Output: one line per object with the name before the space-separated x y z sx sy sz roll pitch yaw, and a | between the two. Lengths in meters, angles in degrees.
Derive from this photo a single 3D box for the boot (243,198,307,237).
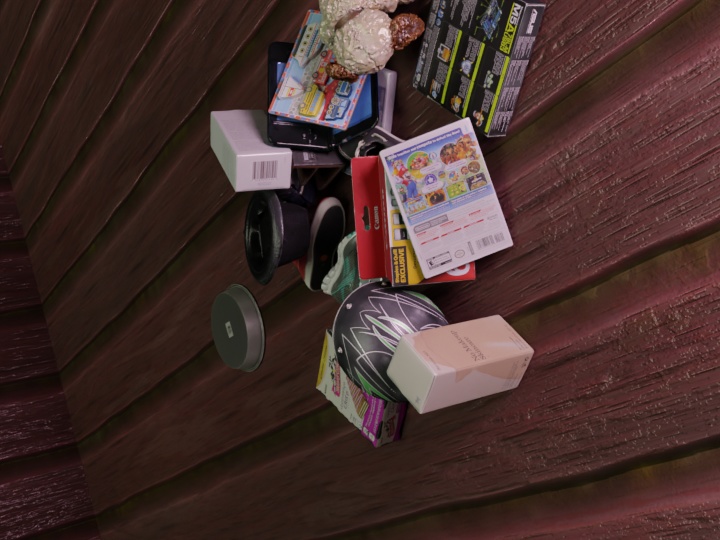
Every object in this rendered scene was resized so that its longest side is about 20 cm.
boot | -0.190 -0.172 1.909 0.198 0.073 0.164 -31 75 45

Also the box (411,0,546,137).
box | 0.167 -0.328 1.397 0.193 0.047 0.201 40 128 39

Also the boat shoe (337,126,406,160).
boat shoe | 0.028 -0.193 1.581 0.199 0.060 0.074 28 121 35

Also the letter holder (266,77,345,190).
letter holder | -0.111 -0.256 1.720 0.142 0.100 0.202 140 123 -63

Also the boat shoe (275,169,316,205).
boat shoe | -0.127 -0.211 1.815 0.074 0.093 0.202 -15 53 31

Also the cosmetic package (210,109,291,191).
cosmetic package | -0.197 -0.216 1.678 0.200 0.101 0.072 -123 33 -53

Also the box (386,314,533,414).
box | 0.148 0.136 1.402 0.095 0.199 0.078 47 132 36

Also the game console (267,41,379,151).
game console | -0.066 -0.317 1.603 0.118 0.169 0.202 127 144 -66

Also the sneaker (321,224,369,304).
sneaker | 0.000 0.000 1.698 0.091 0.077 0.201 51 144 22

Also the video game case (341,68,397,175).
video game case | -0.008 -0.268 1.674 0.182 0.023 0.202 30 122 47

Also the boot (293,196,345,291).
boot | -0.100 -0.080 1.811 0.144 0.072 0.201 50 138 37

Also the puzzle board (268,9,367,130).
puzzle board | -0.058 -0.341 1.590 0.150 0.017 0.202 16 78 22

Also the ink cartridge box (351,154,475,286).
ink cartridge box | 0.079 -0.082 1.456 0.084 0.174 0.202 -120 25 -81

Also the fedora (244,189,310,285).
fedora | -0.147 -0.066 1.741 0.200 0.091 0.203 178 90 -67

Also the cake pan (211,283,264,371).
cake pan | -0.282 0.133 2.141 0.200 0.036 0.202 17 111 51

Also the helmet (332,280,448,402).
helmet | 0.052 0.115 1.515 0.191 0.198 0.202 103 151 -79

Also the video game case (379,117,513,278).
video game case | 0.127 -0.106 1.403 0.018 0.142 0.202 -102 -9 -81

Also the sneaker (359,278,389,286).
sneaker | 0.026 0.074 1.659 0.073 0.070 0.201 33 115 36

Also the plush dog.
plush dog | 0.001 -0.387 1.470 0.199 0.160 0.173 -30 68 27

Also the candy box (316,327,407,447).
candy box | 0.003 0.208 1.742 0.200 0.061 0.137 38 128 44
